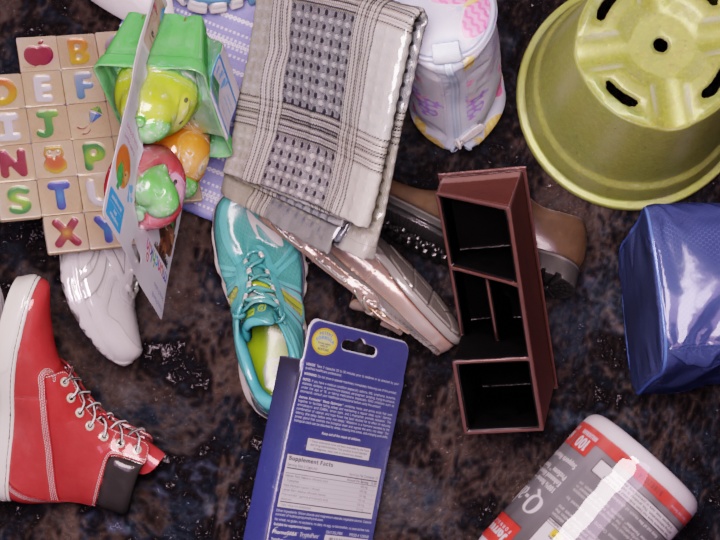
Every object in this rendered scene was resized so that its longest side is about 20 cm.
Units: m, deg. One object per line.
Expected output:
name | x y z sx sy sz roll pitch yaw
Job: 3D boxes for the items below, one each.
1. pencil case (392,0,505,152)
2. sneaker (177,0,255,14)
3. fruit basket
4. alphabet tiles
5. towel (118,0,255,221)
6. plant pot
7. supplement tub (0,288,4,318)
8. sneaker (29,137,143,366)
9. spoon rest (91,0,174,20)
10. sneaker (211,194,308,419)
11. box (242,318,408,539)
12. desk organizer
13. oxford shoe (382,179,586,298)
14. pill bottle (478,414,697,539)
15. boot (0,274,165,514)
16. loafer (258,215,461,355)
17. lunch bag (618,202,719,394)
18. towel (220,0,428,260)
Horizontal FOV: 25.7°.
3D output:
pencil case | 0.072 -0.167 1.267 0.083 0.200 0.091 9 75 9
sneaker | -0.062 -0.275 1.329 0.200 0.087 0.075 -19 74 -11
fruit basket | -0.150 -0.088 1.213 0.094 0.185 0.200 -1 64 6
alphabet tiles | -0.223 -0.109 1.308 0.166 0.006 0.200 -6 69 -16
towel | -0.152 -0.158 1.367 0.145 0.024 0.200 21 88 3
plant pot | 0.230 -0.159 1.263 0.200 0.184 0.201 0 84 2
supplement tub | -0.372 0.028 1.266 0.132 0.200 0.132 0 84 4
sneaker | -0.206 -0.021 1.321 0.099 0.078 0.200 -17 92 -3
spoon rest | -0.198 -0.242 1.339 0.099 0.061 0.200 -34 58 20
sneaker | -0.078 0.026 1.312 0.077 0.080 0.200 -13 83 1
box | -0.027 0.145 1.284 0.032 0.121 0.200 8 83 46
desk organizer | 0.105 0.026 1.254 0.072 0.077 0.200 -4 114 16
oxford shoe | 0.093 -0.046 1.324 0.200 0.073 0.084 19 71 1
pill bottle | 0.164 0.223 1.261 0.116 0.116 0.200 42 87 6
boot | -0.229 0.103 1.299 0.144 0.072 0.200 7 109 2
loafer | 0.000 0.000 1.314 0.063 0.072 0.200 -41 97 12
lunch bag | 0.284 0.019 1.235 0.132 0.200 0.136 -4 79 0
towel | -0.038 -0.123 1.223 0.192 0.035 0.200 25 109 43
